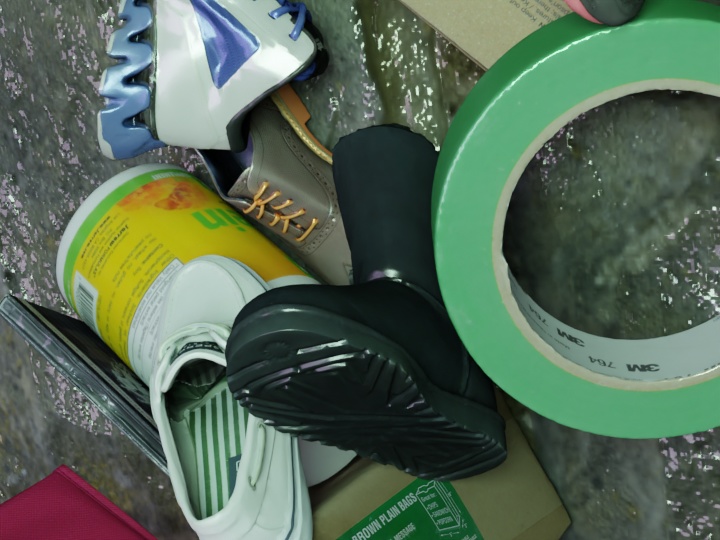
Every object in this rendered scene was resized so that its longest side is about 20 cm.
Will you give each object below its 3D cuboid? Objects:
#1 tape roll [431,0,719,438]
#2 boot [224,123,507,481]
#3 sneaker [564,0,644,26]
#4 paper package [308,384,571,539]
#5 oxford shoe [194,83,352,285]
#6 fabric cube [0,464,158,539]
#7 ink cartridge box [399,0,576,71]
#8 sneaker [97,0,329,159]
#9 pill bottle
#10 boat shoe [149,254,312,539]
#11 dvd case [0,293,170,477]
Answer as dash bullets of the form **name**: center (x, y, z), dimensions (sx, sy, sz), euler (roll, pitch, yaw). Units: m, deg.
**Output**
- **tape roll**: center (0.132, -0.021, 0.670), dimensions (0.199, 0.048, 0.201), euler (0, 112, 0)
- **boot**: center (0.000, 0.000, 0.719), dimensions (0.076, 0.200, 0.169), euler (-24, 57, 27)
- **sneaker**: center (0.048, -0.182, 0.617), dimensions (0.087, 0.074, 0.200), euler (-31, 96, 45)
- **paper package**: center (-0.008, 0.171, 0.810), dimensions (0.190, 0.200, 0.104), euler (-38, 84, 38)
- **oxford shoe**: center (-0.039, -0.036, 0.840), dimensions (0.200, 0.073, 0.071), euler (48, 127, 13)
- **fabric cube**: center (-0.157, 0.253, 0.693), dimensions (0.196, 0.199, 0.201), euler (32, 125, 22)
- **ink cartridge box**: center (0.061, -0.202, 0.677), dimensions (0.200, 0.075, 0.165), euler (39, 128, -2)
- **sneaker**: center (-0.069, -0.151, 0.783), dimensions (0.115, 0.081, 0.200), euler (9, 102, 0)
- **pill bottle**: center (-0.079, 0.032, 0.848), dimensions (0.200, 0.111, 0.111), euler (40, 126, 32)
- **boat shoe**: center (-0.066, 0.054, 0.709), dimensions (0.073, 0.067, 0.200), euler (-27, 46, 6)
- **dvd case**: center (-0.120, 0.081, 0.877), dimensions (0.149, 0.200, 0.016), euler (40, 91, 19)
